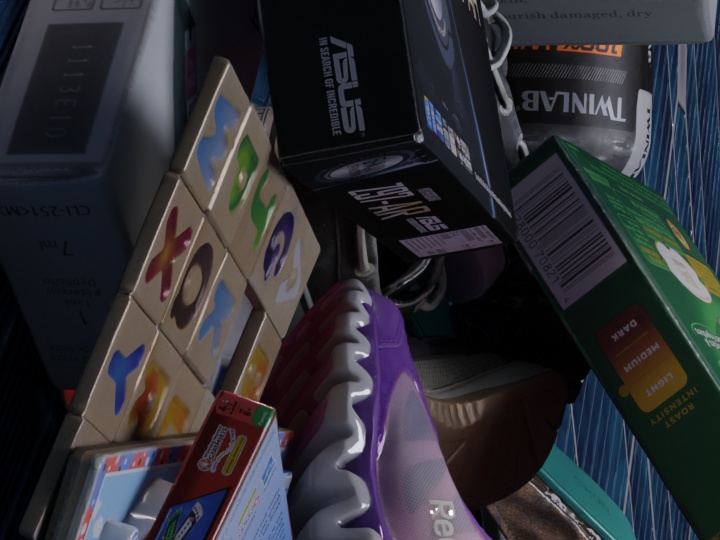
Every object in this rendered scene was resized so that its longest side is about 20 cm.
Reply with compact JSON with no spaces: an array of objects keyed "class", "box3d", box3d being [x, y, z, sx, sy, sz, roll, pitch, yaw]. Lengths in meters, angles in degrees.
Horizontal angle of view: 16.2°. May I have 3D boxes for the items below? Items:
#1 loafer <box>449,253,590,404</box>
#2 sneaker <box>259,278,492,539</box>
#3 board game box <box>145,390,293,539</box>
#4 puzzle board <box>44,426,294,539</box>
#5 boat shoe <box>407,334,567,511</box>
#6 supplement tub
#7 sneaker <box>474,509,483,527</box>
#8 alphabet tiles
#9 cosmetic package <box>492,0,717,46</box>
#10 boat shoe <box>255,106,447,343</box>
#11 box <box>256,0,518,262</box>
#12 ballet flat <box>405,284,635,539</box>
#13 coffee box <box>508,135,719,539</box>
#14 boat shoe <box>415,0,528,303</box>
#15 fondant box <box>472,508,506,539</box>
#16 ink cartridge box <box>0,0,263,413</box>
[{"class":"loafer","box3d":[0.080,0.012,1.140,0.068,0.070,0.201,-64,175,10]},{"class":"sneaker","box3d":[0.013,0.093,0.822,0.080,0.088,0.200,-54,-149,40]},{"class":"board game box","box3d":[-0.065,0.140,0.664,0.103,0.019,0.200,85,26,-57]},{"class":"puzzle board","box3d":[-0.065,0.120,0.720,0.200,0.017,0.151,8,99,-77]},{"class":"boat shoe","box3d":[0.003,0.063,0.968,0.200,0.065,0.072,-11,118,-51]},{"class":"supplement tub","box3d":[0.080,-0.114,1.219,0.123,0.122,0.200,12,78,-77]},{"class":"sneaker","box3d":[0.029,0.122,1.099,0.200,0.081,0.075,60,30,-65]},{"class":"alphabet tiles","box3d":[-0.060,0.058,0.708,0.167,0.008,0.200,66,43,-72]},{"class":"cosmetic package","box3d":[0.058,-0.211,1.014,0.200,0.166,0.167,70,23,-60]},{"class":"boat shoe","box3d":[0.000,0.000,0.994,0.200,0.064,0.071,65,28,-64]},{"class":"box","box3d":[0.005,-0.096,0.819,0.200,0.044,0.160,37,44,-75]},{"class":"ballet flat","box3d":[0.044,0.078,1.151,0.200,0.067,0.068,51,21,-12]},{"class":"coffee box","box3d":[0.133,0.045,1.000,0.200,0.044,0.123,58,17,23]},{"class":"boat shoe","box3d":[0.028,-0.082,1.006,0.068,0.074,0.199,-47,127,-32]},{"class":"fondant box","box3d":[0.054,0.150,1.264,0.144,0.058,0.200,7,85,-78]},{"class":"ink cartridge box","box3d":[-0.057,-0.041,0.785,0.174,0.044,0.200,75,20,-47]}]
